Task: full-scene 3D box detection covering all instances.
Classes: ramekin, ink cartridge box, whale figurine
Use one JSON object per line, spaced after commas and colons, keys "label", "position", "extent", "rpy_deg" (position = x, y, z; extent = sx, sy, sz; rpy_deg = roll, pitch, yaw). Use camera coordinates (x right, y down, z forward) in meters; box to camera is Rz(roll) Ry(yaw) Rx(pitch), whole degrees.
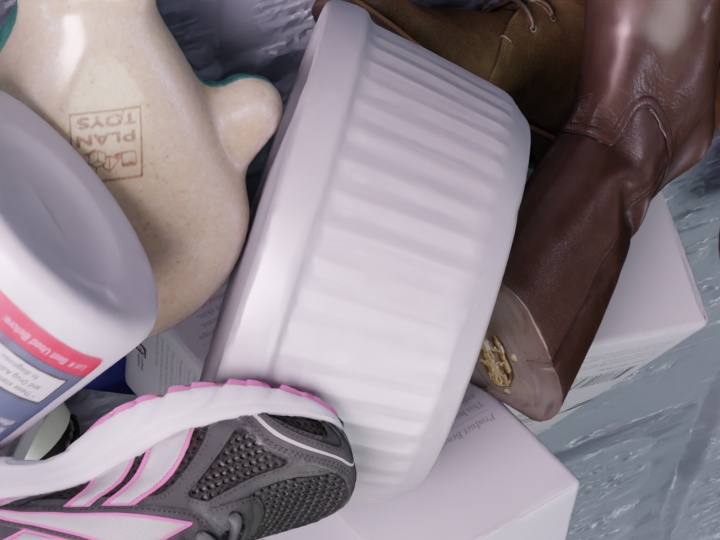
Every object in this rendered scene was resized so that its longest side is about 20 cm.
{"label": "ramekin", "position": [0.000, 0.000, 1.097], "extent": [0.094, 0.203, 0.203], "rpy_deg": [17, 143, -5]}
{"label": "ink cartridge box", "position": [0.053, 0.034, 1.347], "extent": [0.144, 0.084, 0.200], "rpy_deg": [-9, 163, -29]}
{"label": "whale figurine", "position": [-0.112, -0.067, 1.086], "extent": [0.159, 0.104, 0.200], "rpy_deg": [-9, 125, -14]}

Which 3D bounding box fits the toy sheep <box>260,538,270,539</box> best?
{"label": "toy sheep", "position": [-0.036, 0.141, 1.272], "extent": [0.199, 0.138, 0.138], "rpy_deg": [-4, 147, -18]}

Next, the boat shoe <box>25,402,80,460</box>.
{"label": "boat shoe", "position": [-0.190, 0.096, 1.222], "extent": [0.201, 0.061, 0.072], "rpy_deg": [-8, -145, 46]}

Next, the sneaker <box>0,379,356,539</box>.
{"label": "sneaker", "position": [-0.091, 0.106, 0.979], "extent": [0.200, 0.086, 0.080], "rpy_deg": [-14, 146, -19]}

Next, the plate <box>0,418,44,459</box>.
{"label": "plate", "position": [-0.213, 0.095, 1.120], "extent": [0.200, 0.200, 0.032], "rpy_deg": [-16, 117, 21]}

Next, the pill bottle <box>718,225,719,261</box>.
{"label": "pill bottle", "position": [0.248, -0.056, 1.377], "extent": [0.112, 0.112, 0.200], "rpy_deg": [-19, 152, -14]}

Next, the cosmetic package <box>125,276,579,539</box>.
{"label": "cosmetic package", "position": [-0.008, 0.070, 1.207], "extent": [0.101, 0.200, 0.071], "rpy_deg": [-27, 145, -27]}

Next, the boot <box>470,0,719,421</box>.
{"label": "boot", "position": [0.091, -0.054, 1.155], "extent": [0.200, 0.064, 0.187], "rpy_deg": [-54, 142, -27]}

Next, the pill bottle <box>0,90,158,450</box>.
{"label": "pill bottle", "position": [-0.184, 0.034, 1.004], "extent": [0.200, 0.120, 0.120], "rpy_deg": [-38, 151, 16]}

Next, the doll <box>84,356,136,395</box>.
{"label": "doll", "position": [-0.132, 0.023, 1.252], "extent": [0.136, 0.049, 0.200], "rpy_deg": [-39, 151, 15]}

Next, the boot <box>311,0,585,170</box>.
{"label": "boot", "position": [0.054, -0.100, 1.205], "extent": [0.200, 0.074, 0.076], "rpy_deg": [25, 92, -49]}
